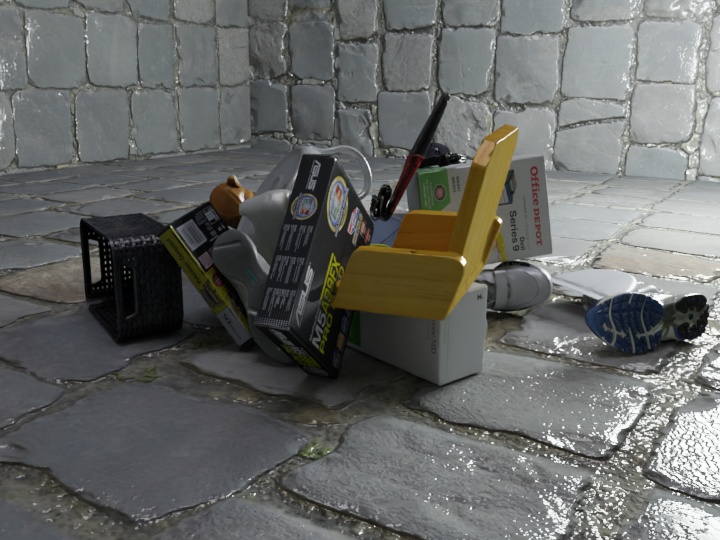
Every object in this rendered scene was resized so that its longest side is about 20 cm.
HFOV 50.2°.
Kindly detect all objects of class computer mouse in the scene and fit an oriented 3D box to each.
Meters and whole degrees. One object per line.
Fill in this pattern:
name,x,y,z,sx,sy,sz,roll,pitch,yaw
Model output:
computer mouse,0.113,-0.168,1.109,0.057,0.035,0.200,-8,9,-7

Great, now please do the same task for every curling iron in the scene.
curling iron,0.072,-0.156,1.069,0.025,0.203,0.049,32,1,25

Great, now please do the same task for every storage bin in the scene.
storage bin,-0.324,0.003,1.079,0.092,0.139,0.198,-8,16,-31

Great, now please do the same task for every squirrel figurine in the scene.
squirrel figurine,-0.163,-0.081,1.298,0.185,0.143,0.200,31,7,-34

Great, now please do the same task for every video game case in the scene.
video game case,-0.187,0.000,1.056,0.025,0.183,0.200,-34,9,11

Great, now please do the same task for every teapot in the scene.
teapot,-0.079,-0.074,1.133,0.145,0.200,0.200,35,29,-21

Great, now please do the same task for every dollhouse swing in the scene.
dollhouse swing,0.073,-0.066,0.851,0.177,0.181,0.200,6,19,21

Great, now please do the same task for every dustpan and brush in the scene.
dustpan and brush,0.400,0.033,1.190,0.195,0.059,0.139,-14,20,-25

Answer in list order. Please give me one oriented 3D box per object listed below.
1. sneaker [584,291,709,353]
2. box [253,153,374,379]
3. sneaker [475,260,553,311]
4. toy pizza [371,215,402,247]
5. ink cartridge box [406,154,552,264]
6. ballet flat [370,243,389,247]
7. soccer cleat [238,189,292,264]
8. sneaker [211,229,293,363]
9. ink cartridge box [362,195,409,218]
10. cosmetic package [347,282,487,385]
sneaker,0.368,0.065,1.026,0.195,0.080,0.085,2,2,-26
box,-0.045,-0.001,0.866,0.043,0.205,0.161,5,-24,20
sneaker,0.175,0.035,1.113,0.194,0.077,0.115,0,13,21
toy pizza,0.000,0.000,1.141,0.196,0.032,0.203,-20,42,19
ink cartridge box,0.174,-0.086,1.135,0.194,0.150,0.087,-8,9,-10
ballet flat,-0.039,0.026,1.060,0.198,0.068,0.067,-35,8,-19
soccer cleat,-0.084,-0.022,0.934,0.075,0.202,0.071,-2,51,16
sneaker,-0.119,0.036,0.987,0.070,0.202,0.080,-34,-29,1
ink cartridge box,0.005,-0.049,1.320,0.125,0.129,0.200,-4,15,-15
cosmetic package,0.058,0.055,0.952,0.083,0.111,0.198,-11,16,-37
